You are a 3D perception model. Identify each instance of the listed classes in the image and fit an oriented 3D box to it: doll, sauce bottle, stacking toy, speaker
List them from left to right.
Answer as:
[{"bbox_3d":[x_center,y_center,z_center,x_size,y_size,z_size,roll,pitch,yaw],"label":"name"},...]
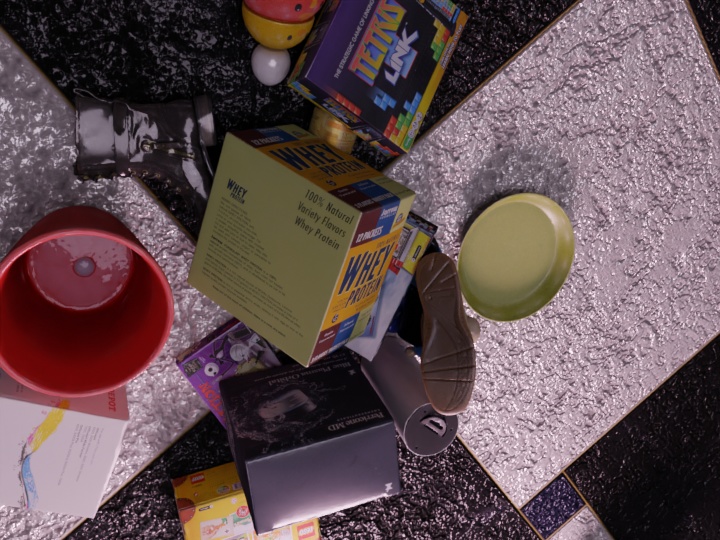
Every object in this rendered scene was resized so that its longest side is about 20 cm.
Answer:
[{"bbox_3d":[-0.092,-0.313,0.939,0.143,0.147,0.203,-2,129,-19],"label":"stacking toy"},{"bbox_3d":[-0.052,-0.123,1.044,0.065,0.066,0.203,9,108,-22],"label":"sauce bottle"},{"bbox_3d":[0.065,0.170,1.123,0.080,0.200,0.083,-7,113,-16],"label":"speaker"},{"bbox_3d":[0.069,0.056,1.100,0.197,0.049,0.138,19,123,13],"label":"doll"}]

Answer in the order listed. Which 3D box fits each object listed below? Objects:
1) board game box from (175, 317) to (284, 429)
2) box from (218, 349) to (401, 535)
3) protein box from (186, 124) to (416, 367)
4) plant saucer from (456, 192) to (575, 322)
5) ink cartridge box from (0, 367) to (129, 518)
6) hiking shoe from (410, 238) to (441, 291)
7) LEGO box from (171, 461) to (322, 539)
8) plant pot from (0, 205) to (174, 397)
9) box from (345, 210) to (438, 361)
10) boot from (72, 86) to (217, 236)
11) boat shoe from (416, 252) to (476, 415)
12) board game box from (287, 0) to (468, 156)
[{"bbox_3d":[-0.159,0.167,1.142,0.119,0.032,0.202,-32,118,-1],"label":"board game box"},{"bbox_3d":[-0.071,0.218,1.066,0.193,0.200,0.120,-12,115,-15],"label":"box"},{"bbox_3d":[-0.073,-0.038,0.958,0.134,0.197,0.203,-24,140,-56],"label":"protein box"},{"bbox_3d":[0.228,-0.022,1.203,0.196,0.031,0.204,-7,112,-16],"label":"plant saucer"},{"bbox_3d":[-0.404,0.191,0.994,0.197,0.147,0.147,17,105,-24],"label":"ink cartridge box"},{"bbox_3d":[0.090,0.026,1.139,0.073,0.087,0.203,-24,117,-9],"label":"hiking shoe"},{"bbox_3d":[-0.164,0.362,1.187,0.196,0.077,0.152,-13,115,-15],"label":"LEGO box"},{"bbox_3d":[-0.325,0.019,0.937,0.196,0.177,0.204,-7,112,-17],"label":"plant pot"},{"bbox_3d":[0.000,0.000,1.059,0.135,0.038,0.202,29,114,9],"label":"box"},{"bbox_3d":[-0.258,-0.124,0.977,0.171,0.069,0.204,-6,109,-11],"label":"boot"},{"bbox_3d":[0.109,0.079,1.027,0.071,0.072,0.204,-9,88,11],"label":"boat shoe"},{"bbox_3d":[0.025,-0.270,0.980,0.164,0.056,0.203,30,77,-29],"label":"board game box"}]
